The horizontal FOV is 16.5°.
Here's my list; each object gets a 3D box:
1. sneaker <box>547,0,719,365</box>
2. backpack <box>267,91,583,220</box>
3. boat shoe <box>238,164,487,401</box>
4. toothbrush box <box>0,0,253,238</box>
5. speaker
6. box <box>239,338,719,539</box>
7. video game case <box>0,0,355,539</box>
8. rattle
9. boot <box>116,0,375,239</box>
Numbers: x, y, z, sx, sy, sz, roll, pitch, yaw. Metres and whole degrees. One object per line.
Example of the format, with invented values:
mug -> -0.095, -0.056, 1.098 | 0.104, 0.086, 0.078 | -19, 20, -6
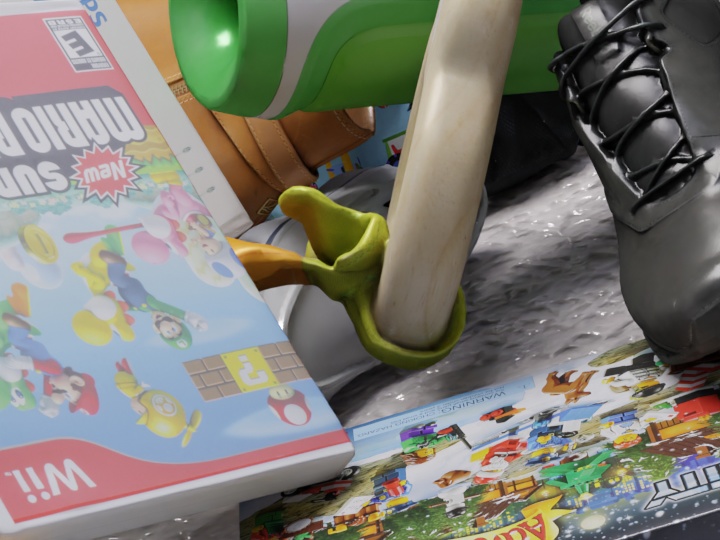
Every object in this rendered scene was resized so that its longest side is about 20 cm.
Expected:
sneaker -> 0.101, -0.044, 0.837 | 0.076, 0.091, 0.200 | -34, 27, 18
backpack -> 0.000, -0.133, 1.147 | 0.134, 0.201, 0.182 | -28, 23, -27
boat shoe -> 0.000, 0.000, 0.983 | 0.065, 0.074, 0.200 | -14, 21, 24
toothbrush box -> -0.152, -0.033, 1.000 | 0.086, 0.146, 0.200 | -32, 1, -36
speaker -> 0.030, -0.107, 0.972 | 0.199, 0.089, 0.088 | -7, 14, -26
box -> 0.061, 0.075, 0.784 | 0.199, 0.038, 0.137 | -17, 19, 3
video game case -> -0.104, -0.006, 0.793 | 0.143, 0.200, 0.017 | -9, -32, -43
rattle -> -0.004, -0.075, 0.872 | 0.142, 0.201, 0.130 | 17, 23, 15
boot -> -0.081, -0.103, 1.066 | 0.155, 0.201, 0.077 | -31, -27, 29
